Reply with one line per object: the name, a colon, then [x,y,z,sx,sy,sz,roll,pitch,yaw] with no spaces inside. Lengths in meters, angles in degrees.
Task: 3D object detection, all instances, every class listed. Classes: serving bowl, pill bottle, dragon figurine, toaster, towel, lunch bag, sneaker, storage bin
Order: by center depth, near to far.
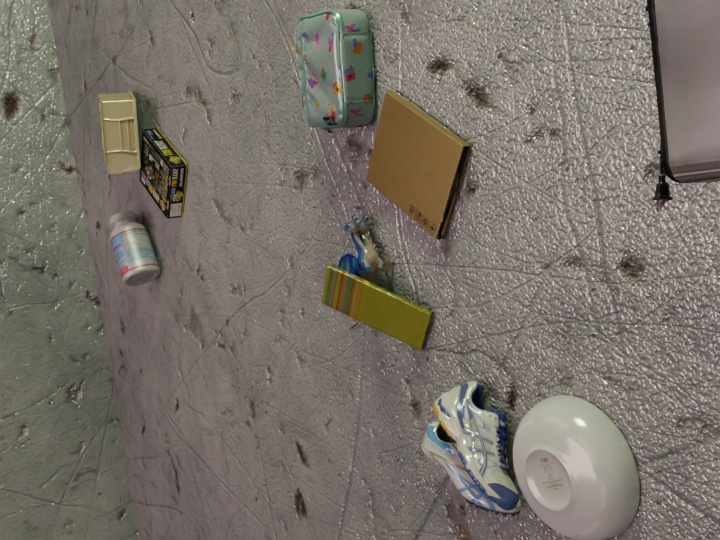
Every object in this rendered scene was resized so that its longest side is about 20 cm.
toaster: [0.358,-0.167,0.727,0.118,0.180,0.201,0,99,54]
serving bowl: [0.276,0.274,1.083,0.200,0.065,0.202,20,115,52]
sneaker: [0.187,0.253,1.183,0.088,0.075,0.201,-36,60,9]
sneaker: [0.173,0.304,1.242,0.200,0.072,0.073,38,117,39]
towel: [0.025,0.061,1.352,0.199,0.018,0.086,25,129,17]
lunch bag: [-0.049,-0.337,1.361,0.160,0.077,0.201,15,112,53]
dragon figurine: [0.000,0.000,1.408,0.099,0.059,0.201,41,131,42]
storage bin: [-0.658,-0.377,2.177,0.200,0.093,0.200,-137,44,-64]
pill bottle: [-0.658,-0.066,2.303,0.109,0.108,0.201,-45,63,51]

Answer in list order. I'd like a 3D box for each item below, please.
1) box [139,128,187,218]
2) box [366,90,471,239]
box: [-0.523,-0.258,2.103,0.200,0.049,0.160,47,137,38]
box: [0.086,-0.169,1.264,0.200,0.021,0.164,45,134,40]
